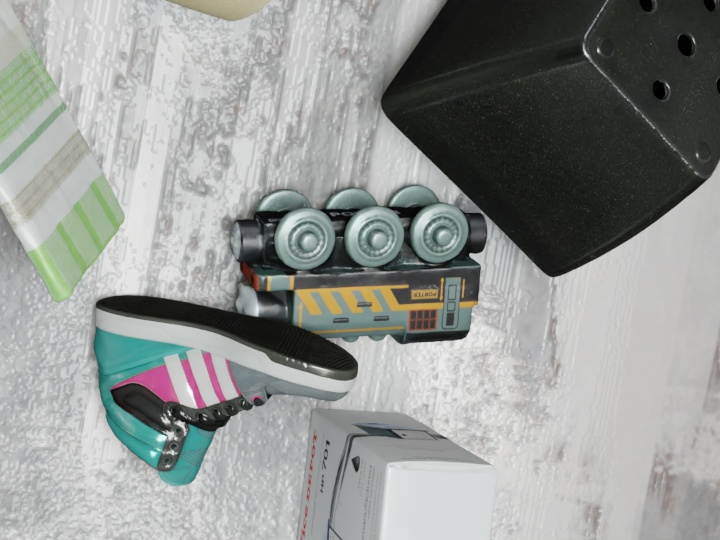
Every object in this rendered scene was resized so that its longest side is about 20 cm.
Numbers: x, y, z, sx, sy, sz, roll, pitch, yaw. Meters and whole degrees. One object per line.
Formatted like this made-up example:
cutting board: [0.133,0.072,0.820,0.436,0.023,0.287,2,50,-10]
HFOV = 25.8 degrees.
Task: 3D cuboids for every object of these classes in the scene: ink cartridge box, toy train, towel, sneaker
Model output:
ink cartridge box: [0.020,0.189,1.133,0.085,0.200,0.147,5,94,-18]
toy train: [0.000,0.000,1.172,0.199,0.085,0.115,-3,106,-19]
towel: [-0.232,-0.089,1.052,0.031,0.149,0.201,-21,107,17]
sneaker: [-0.102,0.096,1.114,0.199,0.084,0.121,12,104,19]

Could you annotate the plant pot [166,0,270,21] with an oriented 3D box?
plant pot: [-0.135,-0.262,1.057,0.200,0.187,0.188,37,83,-34]

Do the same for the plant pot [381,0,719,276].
plant pot: [0.172,-0.140,1.129,0.199,0.177,0.200,43,65,-19]
